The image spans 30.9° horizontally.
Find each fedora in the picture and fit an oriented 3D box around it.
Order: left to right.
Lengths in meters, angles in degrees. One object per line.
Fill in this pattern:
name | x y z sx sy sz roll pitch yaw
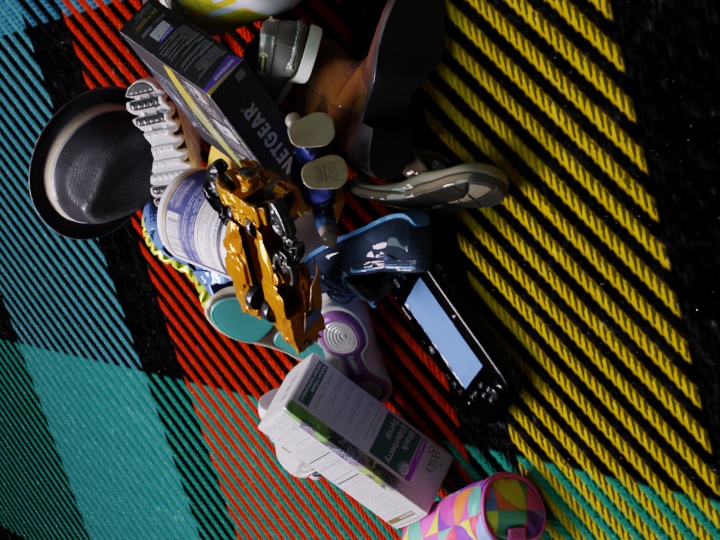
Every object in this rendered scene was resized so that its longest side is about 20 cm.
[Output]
fedora | -0.307 -0.124 1.609 0.091 0.199 0.203 24 131 46

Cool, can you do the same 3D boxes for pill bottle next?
pill bottle | -0.128 -0.044 1.441 0.199 0.110 0.112 19 127 46
pill bottle | -0.114 -0.303 1.293 0.199 0.112 0.114 -1 111 55

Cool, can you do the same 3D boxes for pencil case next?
pencil case | 0.117 0.277 1.385 0.089 0.088 0.200 58 148 9

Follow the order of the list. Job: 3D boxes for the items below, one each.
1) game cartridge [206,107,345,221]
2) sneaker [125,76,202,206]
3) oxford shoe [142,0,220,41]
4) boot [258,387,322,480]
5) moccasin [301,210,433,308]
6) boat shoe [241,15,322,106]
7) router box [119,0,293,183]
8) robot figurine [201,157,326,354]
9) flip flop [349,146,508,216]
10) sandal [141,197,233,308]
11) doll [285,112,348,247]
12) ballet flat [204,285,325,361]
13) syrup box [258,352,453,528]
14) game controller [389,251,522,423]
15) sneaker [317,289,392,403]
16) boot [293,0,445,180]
game cartridge | -0.099 -0.102 1.489 0.200 0.032 0.177 48 144 20
sneaker | -0.217 -0.143 1.583 0.074 0.081 0.203 2 113 32
oxford shoe | -0.207 -0.274 1.499 0.073 0.070 0.203 149 104 -76
boot | -0.054 0.217 1.613 0.199 0.073 0.097 25 137 56
moccasin | 0.000 0.000 1.288 0.200 0.080 0.069 -29 73 58
boat shoe | -0.090 -0.214 1.318 0.201 0.060 0.073 170 114 -74
router box | -0.142 -0.172 1.339 0.157 0.052 0.200 37 170 34
robot figurine | -0.090 -0.022 1.269 0.144 0.058 0.202 33 144 37
flip flop | 0.066 -0.089 1.228 0.199 0.080 0.058 -6 74 57
sandal | -0.199 -0.026 1.647 0.200 0.079 0.087 44 140 15
doll | -0.043 -0.091 1.260 0.200 0.048 0.138 127 126 -85
ballet flat | -0.106 0.053 1.486 0.069 0.199 0.070 -22 54 34
syrup box | -0.004 0.188 1.424 0.199 0.079 0.081 37 146 -9
game controller | 0.089 0.060 1.315 0.201 0.042 0.105 56 147 15
sneaker | -0.005 0.079 1.453 0.201 0.074 0.100 80 -172 -47
boot | 0.003 -0.202 1.253 0.200 0.068 0.191 -137 49 -57
